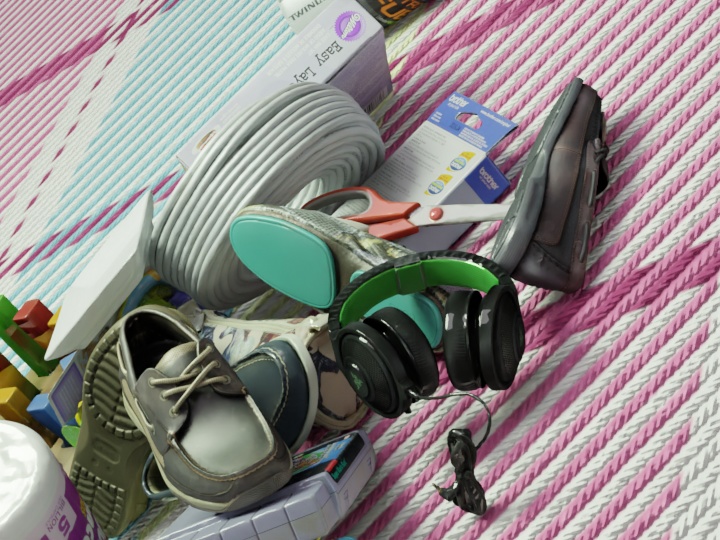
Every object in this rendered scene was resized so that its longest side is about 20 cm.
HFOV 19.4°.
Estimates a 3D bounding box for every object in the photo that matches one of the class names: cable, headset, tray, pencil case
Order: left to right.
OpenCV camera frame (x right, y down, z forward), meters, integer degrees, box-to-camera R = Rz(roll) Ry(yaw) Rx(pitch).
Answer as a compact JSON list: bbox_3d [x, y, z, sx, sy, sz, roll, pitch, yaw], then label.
[{"bbox_3d":[-0.190,0.005,1.594,0.108,0.022,0.200,-51,11,10],"label":"tray"},{"bbox_3d":[-0.066,0.067,1.495,0.078,0.090,0.199,-41,22,-29],"label":"pencil case"},{"bbox_3d":[-0.069,-0.054,1.603,0.200,0.069,0.200,-49,-17,4],"label":"cable"},{"bbox_3d":[0.049,0.063,1.324,0.123,0.094,0.200,-14,32,-1],"label":"headset"}]

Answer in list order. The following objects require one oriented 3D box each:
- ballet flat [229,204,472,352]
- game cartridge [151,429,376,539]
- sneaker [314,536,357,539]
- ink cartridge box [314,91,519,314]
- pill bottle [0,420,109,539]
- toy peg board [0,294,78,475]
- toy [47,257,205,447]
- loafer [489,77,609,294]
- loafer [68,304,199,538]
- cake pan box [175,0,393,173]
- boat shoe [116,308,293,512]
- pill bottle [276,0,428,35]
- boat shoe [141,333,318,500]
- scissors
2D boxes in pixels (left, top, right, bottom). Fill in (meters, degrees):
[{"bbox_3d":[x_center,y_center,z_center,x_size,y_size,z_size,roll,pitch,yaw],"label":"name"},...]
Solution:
[{"bbox_3d":[0.000,0.000,1.475,0.199,0.072,0.072,25,66,31],"label":"ballet flat"},{"bbox_3d":[-0.061,0.147,1.309,0.129,0.039,0.200,-27,2,10],"label":"game cartridge"},{"bbox_3d":[-0.061,0.204,1.288,0.131,0.080,0.200,-49,35,-10],"label":"sneaker"},{"bbox_3d":[0.034,-0.042,1.583,0.200,0.042,0.119,-47,27,-3],"label":"ink cartridge box"},{"bbox_3d":[-0.210,0.199,1.351,0.111,0.201,0.113,-13,43,12],"label":"pill bottle"},{"bbox_3d":[-0.277,0.104,1.739,0.198,0.098,0.201,-10,40,49],"label":"toy peg board"},{"bbox_3d":[-0.161,0.062,1.645,0.047,0.116,0.200,16,56,30],"label":"toy"},{"bbox_3d":[0.140,-0.054,1.443,0.072,0.063,0.200,-61,2,43],"label":"loafer"},{"bbox_3d":[-0.160,0.101,1.518,0.067,0.076,0.201,-36,-25,-54],"label":"loafer"},{"bbox_3d":[-0.054,-0.124,1.720,0.200,0.052,0.184,-45,-9,-4],"label":"cake pan box"},{"bbox_3d":[-0.107,0.082,1.295,0.074,0.074,0.200,-32,31,-16],"label":"boat shoe"},{"bbox_3d":[0.025,-0.283,1.897,0.199,0.106,0.107,-31,27,24],"label":"pill bottle"},{"bbox_3d":[-0.092,0.104,1.424,0.061,0.075,0.200,-7,-20,-32],"label":"boat shoe"},{"bbox_3d":[0.044,-0.045,1.518,0.199,0.014,0.074,-17,55,18],"label":"scissors"}]
